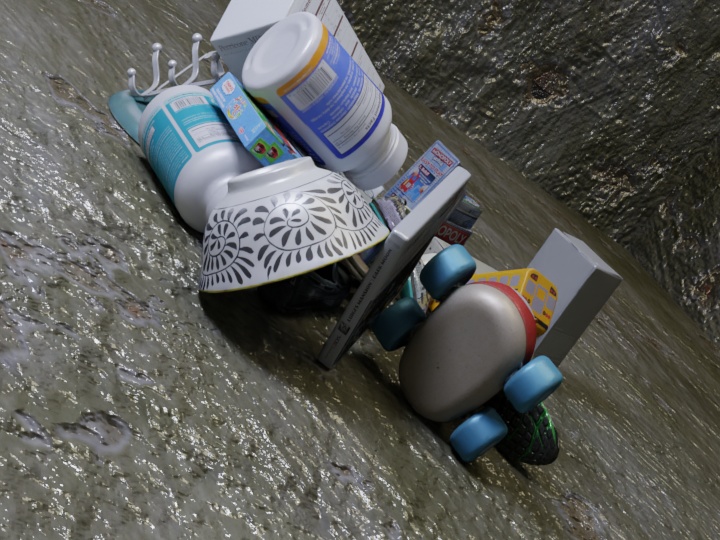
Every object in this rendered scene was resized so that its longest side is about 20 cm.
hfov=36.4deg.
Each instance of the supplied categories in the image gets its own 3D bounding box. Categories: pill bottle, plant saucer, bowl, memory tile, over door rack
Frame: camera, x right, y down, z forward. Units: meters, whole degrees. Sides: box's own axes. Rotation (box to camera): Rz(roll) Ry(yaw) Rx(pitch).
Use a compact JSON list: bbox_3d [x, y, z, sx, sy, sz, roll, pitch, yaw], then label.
[{"bbox_3d":[-0.033,-0.184,1.241,0.200,0.112,0.112,44,9,-37],"label":"pill bottle"},{"bbox_3d":[-0.235,-0.175,1.418,0.199,0.028,0.201,35,16,-11],"label":"plant saucer"},{"bbox_3d":[-0.077,-0.055,1.078,0.201,0.197,0.096,-57,133,-75],"label":"bowl"},{"bbox_3d":[0.000,0.000,1.360,0.200,0.017,0.154,50,3,-46],"label":"memory tile"},{"bbox_3d":[-0.190,-0.277,1.417,0.200,0.145,0.068,-35,117,-57],"label":"over door rack"},{"bbox_3d":[-0.172,-0.116,1.234,0.110,0.111,0.201,23,22,-43],"label":"pill bottle"}]

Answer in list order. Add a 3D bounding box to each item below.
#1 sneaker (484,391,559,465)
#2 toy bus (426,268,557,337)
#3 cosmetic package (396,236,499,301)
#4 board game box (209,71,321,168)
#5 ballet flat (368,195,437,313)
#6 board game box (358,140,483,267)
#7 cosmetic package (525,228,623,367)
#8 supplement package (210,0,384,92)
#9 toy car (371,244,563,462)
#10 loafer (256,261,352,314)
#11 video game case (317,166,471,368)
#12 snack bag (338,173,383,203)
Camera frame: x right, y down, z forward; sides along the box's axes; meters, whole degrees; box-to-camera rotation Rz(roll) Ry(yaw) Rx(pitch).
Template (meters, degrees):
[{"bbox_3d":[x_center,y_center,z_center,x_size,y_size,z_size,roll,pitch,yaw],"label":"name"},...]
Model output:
[{"bbox_3d":[0.186,0.161,1.331,0.085,0.078,0.201,26,19,-39],"label":"sneaker"},{"bbox_3d":[0.150,0.050,1.379,0.065,0.079,0.198,33,-23,-31],"label":"toy bus"},{"bbox_3d":[0.153,0.044,1.545,0.198,0.104,0.073,25,21,-37],"label":"cosmetic package"},{"bbox_3d":[-0.077,-0.120,1.234,0.200,0.037,0.152,45,7,-38],"label":"board game box"},{"bbox_3d":[0.068,-0.021,1.423,0.072,0.072,0.202,22,38,-45],"label":"ballet flat"},{"bbox_3d":[0.097,-0.074,1.562,0.199,0.201,0.062,19,22,-48],"label":"board game box"},{"bbox_3d":[0.285,0.052,1.638,0.089,0.201,0.107,22,22,-44],"label":"cosmetic package"},{"bbox_3d":[-0.073,-0.254,1.348,0.201,0.115,0.119,55,42,-37],"label":"supplement package"},{"bbox_3d":[0.150,0.079,1.230,0.185,0.177,0.199,52,33,17],"label":"toy car"},{"bbox_3d":[-0.049,0.005,1.245,0.068,0.071,0.200,42,15,13],"label":"loafer"},{"bbox_3d":[0.038,-0.007,1.170,0.023,0.183,0.200,34,33,7],"label":"video game case"},{"bbox_3d":[-0.047,-0.159,1.520,0.189,0.021,0.200,49,19,-6],"label":"snack bag"}]
